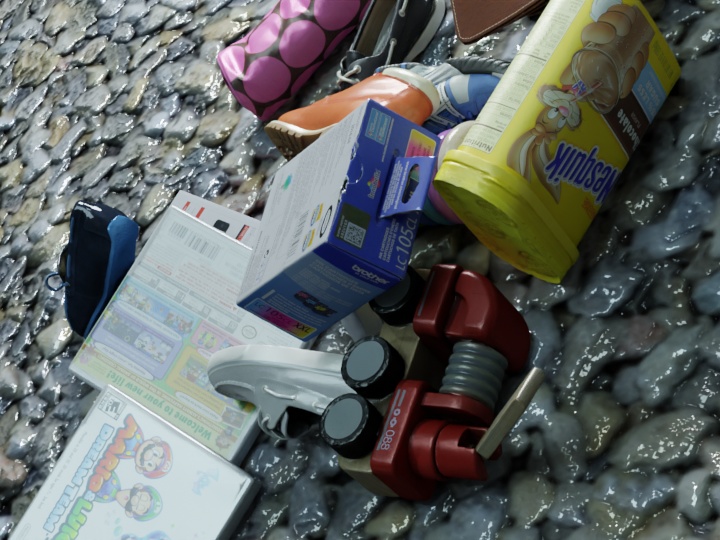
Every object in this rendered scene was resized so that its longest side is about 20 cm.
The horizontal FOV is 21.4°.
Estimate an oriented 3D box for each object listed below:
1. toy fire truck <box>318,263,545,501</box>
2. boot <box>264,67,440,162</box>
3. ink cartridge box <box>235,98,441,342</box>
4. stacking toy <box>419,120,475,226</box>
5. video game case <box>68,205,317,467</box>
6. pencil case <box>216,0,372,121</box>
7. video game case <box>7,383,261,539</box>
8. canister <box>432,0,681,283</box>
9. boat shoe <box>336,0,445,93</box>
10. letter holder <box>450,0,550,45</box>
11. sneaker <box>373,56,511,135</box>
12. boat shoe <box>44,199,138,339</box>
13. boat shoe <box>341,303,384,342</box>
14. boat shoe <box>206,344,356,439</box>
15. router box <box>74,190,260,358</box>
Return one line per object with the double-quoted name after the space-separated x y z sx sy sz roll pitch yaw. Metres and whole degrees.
0.081 0.082 1.446 0.198 0.129 0.177 3 62 37 "toy fire truck"
-0.007 -0.128 1.673 0.107 0.075 0.199 -49 26 -19 "boot"
-0.012 -0.042 1.511 0.200 0.076 0.138 -35 34 57 "ink cartridge box"
0.042 -0.072 1.650 0.199 0.085 0.086 -10 53 50 "stacking toy"
-0.144 0.059 1.725 0.199 0.022 0.183 28 81 27 "video game case"
-0.062 -0.250 1.917 0.200 0.091 0.094 -45 70 8 "pencil case"
-0.207 0.226 1.660 0.181 0.024 0.201 29 83 28 "video game case"
0.157 -0.112 1.486 0.086 0.149 0.201 24 77 38 "canister"
0.010 -0.193 1.803 0.074 0.060 0.201 18 75 53 "boat shoe"
0.173 -0.279 1.630 0.199 0.100 0.144 -32 56 44 "letter holder"
0.089 -0.143 1.674 0.199 0.075 0.078 -3 80 49 "sneaker"
-0.264 -0.009 1.888 0.084 0.068 0.201 -53 -7 -41 "boat shoe"
0.000 0.000 1.640 0.066 0.070 0.200 -23 39 -11 "boat shoe"
-0.054 0.109 1.607 0.198 0.072 0.069 5 69 31 "boat shoe"
-0.168 0.033 1.827 0.179 0.049 0.201 22 78 55 "router box"
